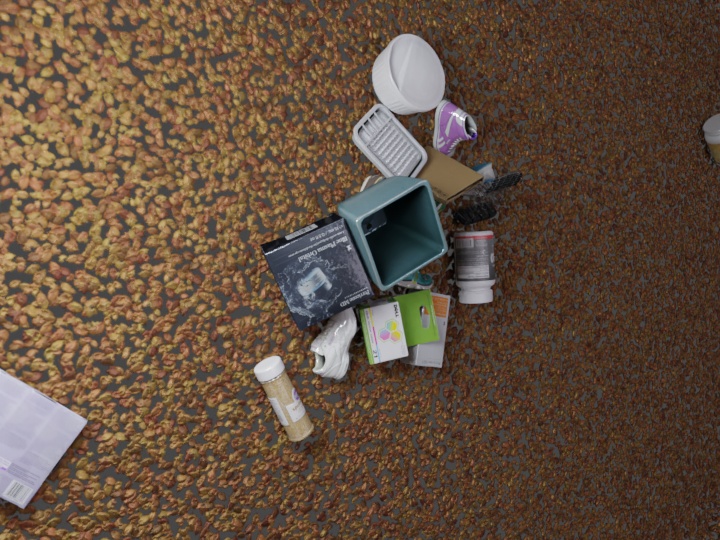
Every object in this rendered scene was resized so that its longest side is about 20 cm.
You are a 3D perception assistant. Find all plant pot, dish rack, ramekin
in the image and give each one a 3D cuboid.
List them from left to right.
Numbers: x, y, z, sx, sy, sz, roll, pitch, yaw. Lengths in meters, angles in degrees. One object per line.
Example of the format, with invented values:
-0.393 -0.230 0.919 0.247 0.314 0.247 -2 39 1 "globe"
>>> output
0.054 -0.108 1.476 0.196 0.200 0.197 -31 121 -16 "plant pot"
0.070 -0.314 1.610 0.200 0.043 0.172 45 49 -10 "dish rack"
0.119 -0.503 1.640 0.201 0.094 0.204 6 80 -37 "ramekin"
0.367 -0.212 1.777 0.153 0.200 0.055 -19 62 -35 "dish rack"

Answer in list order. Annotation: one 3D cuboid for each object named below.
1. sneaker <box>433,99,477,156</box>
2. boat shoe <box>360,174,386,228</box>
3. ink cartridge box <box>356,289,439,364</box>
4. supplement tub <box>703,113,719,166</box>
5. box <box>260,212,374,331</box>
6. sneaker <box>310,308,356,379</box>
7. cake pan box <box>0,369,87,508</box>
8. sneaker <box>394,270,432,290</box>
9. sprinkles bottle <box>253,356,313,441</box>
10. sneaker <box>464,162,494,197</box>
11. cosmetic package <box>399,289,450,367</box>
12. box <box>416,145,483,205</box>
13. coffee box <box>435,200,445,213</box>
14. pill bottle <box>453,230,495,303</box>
0.260 -0.358 1.698 0.073 0.114 0.201 -49 155 -17 "sneaker"
0.021 -0.155 1.604 0.072 0.059 0.201 32 72 -33 "boat shoe"
0.102 0.141 1.604 0.199 0.076 0.149 -12 99 -4 "ink cartridge box"
1.559 -0.555 2.667 0.200 0.144 0.145 48 65 -27 "supplement tub"
-0.098 0.000 1.443 0.196 0.117 0.201 -25 106 -7 "box"
-0.067 0.165 1.533 0.099 0.075 0.201 12 83 -37 "sneaker"
-0.633 0.305 1.139 0.200 0.052 0.185 42 69 -28 "cake pan box"
0.132 0.009 1.652 0.200 0.077 0.080 11 90 -54 "sneaker"
-0.177 0.300 1.459 0.068 0.068 0.201 -34 110 -31 "sprinkles bottle"
0.320 -0.245 1.813 0.199 0.076 0.081 -30 109 -30 "sneaker"
0.177 0.159 1.714 0.101 0.071 0.201 10 85 -36 "cosmetic package"
0.201 -0.257 1.664 0.163 0.200 0.021 -32 143 -32 "box"
0.166 -0.159 1.673 0.044 0.123 0.200 45 61 13 "coffee box"
0.327 -0.011 1.795 0.113 0.114 0.201 -6 94 -36 "pill bottle"
